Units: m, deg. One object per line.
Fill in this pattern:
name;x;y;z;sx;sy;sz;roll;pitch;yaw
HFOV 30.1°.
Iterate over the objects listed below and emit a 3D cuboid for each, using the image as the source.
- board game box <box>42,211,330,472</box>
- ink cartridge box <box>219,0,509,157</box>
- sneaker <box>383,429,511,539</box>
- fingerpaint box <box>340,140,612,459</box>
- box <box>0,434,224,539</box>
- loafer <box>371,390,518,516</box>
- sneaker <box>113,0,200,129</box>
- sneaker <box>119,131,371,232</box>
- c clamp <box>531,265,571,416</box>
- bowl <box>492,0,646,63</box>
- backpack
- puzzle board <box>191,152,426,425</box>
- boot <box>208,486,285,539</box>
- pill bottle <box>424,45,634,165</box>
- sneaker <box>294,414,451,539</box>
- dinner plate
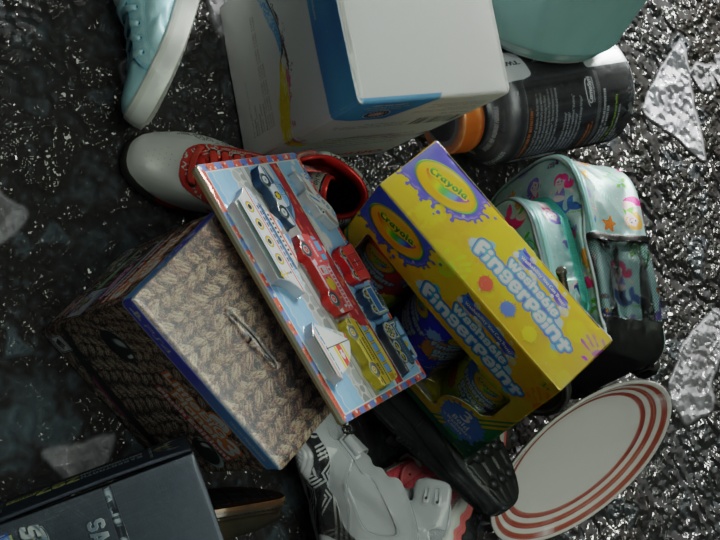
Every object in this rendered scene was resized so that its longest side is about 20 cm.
board game box;-0.123;0.061;0.997;0.160;0.199;0.097;50;61;-13
ink cartridge box;-0.004;-0.184;1.111;0.146;0.199;0.148;-8;85;-32
sneaker;0.064;0.180;1.165;0.087;0.074;0.201;36;64;-15
fingerpaint box;0.070;0.029;1.041;0.073;0.167;0.200;-37;84;-32
box;-0.165;0.240;0.963;0.156;0.051;0.202;-19;101;-12
loafer;0.055;0.129;1.137;0.201;0.071;0.068;49;36;14
sneaker;-0.177;-0.213;1.096;0.081;0.074;0.202;18;68;-11
sneaker;-0.089;-0.077;1.083;0.200;0.108;0.068;21;70;-16
c clamp;0.106;0.048;1.128;0.027;0.199;0.172;-48;133;-35
bowl;0.175;-0.260;1.222;0.199;0.201;0.106;-13;128;-32
backpack;0.173;0.001;1.200;0.149;0.177;0.202;12;63;-26
puzzle board;-0.030;0.004;0.959;0.201;0.017;0.150;59;24;6
boot;-0.148;0.231;1.037;0.198;0.075;0.098;-10;97;-22
pill bottle;0.152;-0.158;1.255;0.199;0.106;0.107;-13;89;-32
sneaker;0.009;0.171;1.100;0.114;0.075;0.202;-15;77;-5
dinner plate;0.195;0.169;1.207;0.199;0.201;0.024;-9;45;-32
